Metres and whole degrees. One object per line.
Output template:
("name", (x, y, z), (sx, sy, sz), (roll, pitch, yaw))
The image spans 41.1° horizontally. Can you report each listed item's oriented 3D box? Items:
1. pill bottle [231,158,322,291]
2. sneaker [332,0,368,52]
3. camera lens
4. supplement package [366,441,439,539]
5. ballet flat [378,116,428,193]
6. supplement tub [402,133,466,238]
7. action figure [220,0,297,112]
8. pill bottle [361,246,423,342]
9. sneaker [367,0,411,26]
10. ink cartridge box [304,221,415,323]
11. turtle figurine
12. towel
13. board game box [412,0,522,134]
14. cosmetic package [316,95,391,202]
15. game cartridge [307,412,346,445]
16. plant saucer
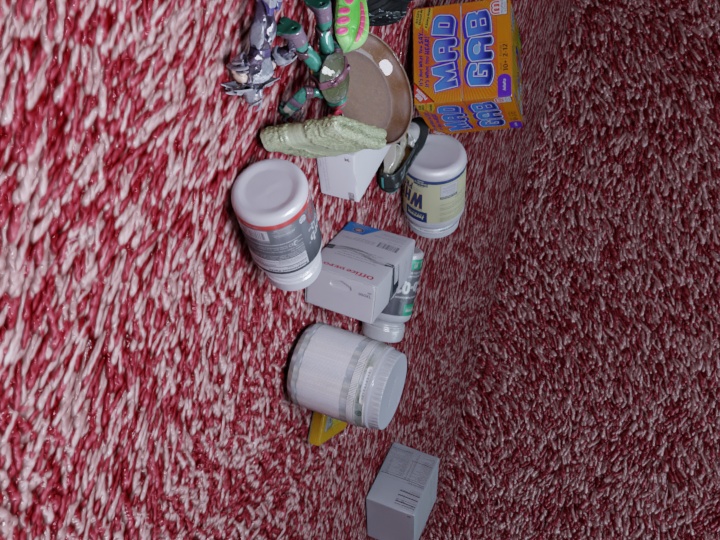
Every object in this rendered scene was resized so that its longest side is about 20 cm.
("pill bottle", (-0.119, -0.063, 1.440), (0.201, 0.114, 0.117), (77, 33, -56))
("sneaker", (-0.016, -0.444, 1.536), (0.084, 0.076, 0.204), (158, -53, -68))
("camera lens", (-0.029, 0.196, 1.786), (0.160, 0.197, 0.163), (16, 90, -72))
("supplement package", (0.118, 0.634, 2.681), (0.193, 0.145, 0.201), (88, 25, -43))
("ballet flat", (0.090, -0.255, 1.997), (0.202, 0.067, 0.069), (-67, 152, -24))
("supplement tub", (0.164, -0.187, 2.145), (0.202, 0.143, 0.146), (86, 26, -46))
("action figure", (-0.131, -0.308, 1.281), (0.130, 0.068, 0.203), (-51, 154, -61))
("pill bottle", (0.066, 0.045, 2.089), (0.113, 0.111, 0.204), (-24, 127, -67))
("sneaker", (0.050, -0.466, 1.571), (0.075, 0.199, 0.093), (-5, 79, -37))
("ink cartridge box", (0.000, 0.000, 1.803), (0.200, 0.142, 0.086), (-47, 149, -53))
("turtle figurine", (-0.062, -0.307, 1.453), (0.202, 0.099, 0.151), (74, 36, -49))
("towel", (-0.052, -0.199, 1.465), (0.199, 0.146, 0.037), (2, 82, -67))
("board game box", (0.224, -0.412, 1.969), (0.200, 0.196, 0.204), (32, 57, -72))
("cosmetic package", (-0.002, -0.234, 1.710), (0.114, 0.080, 0.201), (85, 28, -47))
("game cartridge", (-0.050, 0.256, 2.048), (0.176, 0.032, 0.204), (-15, 120, -70))
("plant saucer", (0.010, -0.305, 1.628), (0.198, 0.036, 0.204), (15, 68, -41))
